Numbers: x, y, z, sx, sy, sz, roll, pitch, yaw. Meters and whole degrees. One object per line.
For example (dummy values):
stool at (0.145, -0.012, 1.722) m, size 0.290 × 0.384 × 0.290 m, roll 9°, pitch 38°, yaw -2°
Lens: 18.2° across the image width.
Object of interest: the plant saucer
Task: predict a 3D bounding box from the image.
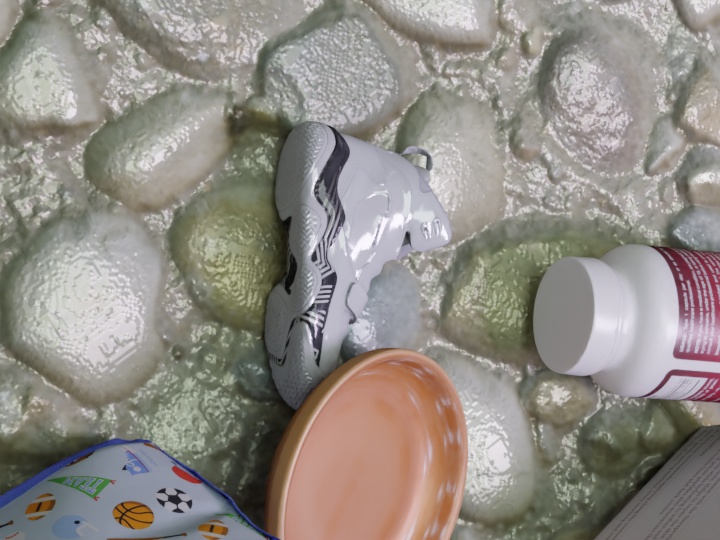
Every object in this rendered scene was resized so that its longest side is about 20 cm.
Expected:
plant saucer at (0.000, 0.149, 1.540) m, size 0.200 × 0.037 × 0.201 m, roll -19°, pitch 116°, yaw -46°

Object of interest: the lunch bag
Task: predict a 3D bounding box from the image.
lunch bag at (-0.158, 0.206, 1.415) m, size 0.200 × 0.170 × 0.124 m, roll -36°, pitch 136°, yaw -24°

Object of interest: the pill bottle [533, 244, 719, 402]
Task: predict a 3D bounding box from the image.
pill bottle at (0.234, 0.039, 1.660) m, size 0.199 × 0.113 × 0.113 m, roll 6°, pitch 86°, yaw -27°

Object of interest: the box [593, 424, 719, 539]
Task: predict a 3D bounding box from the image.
box at (0.300, 0.237, 1.636) m, size 0.199 × 0.171 × 0.200 m, roll -40°, pitch 105°, yaw -35°

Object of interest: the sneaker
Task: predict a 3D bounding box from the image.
sneaker at (0.000, 0.000, 1.564) m, size 0.115 × 0.075 × 0.201 m, roll 5°, pitch 83°, yaw -24°
